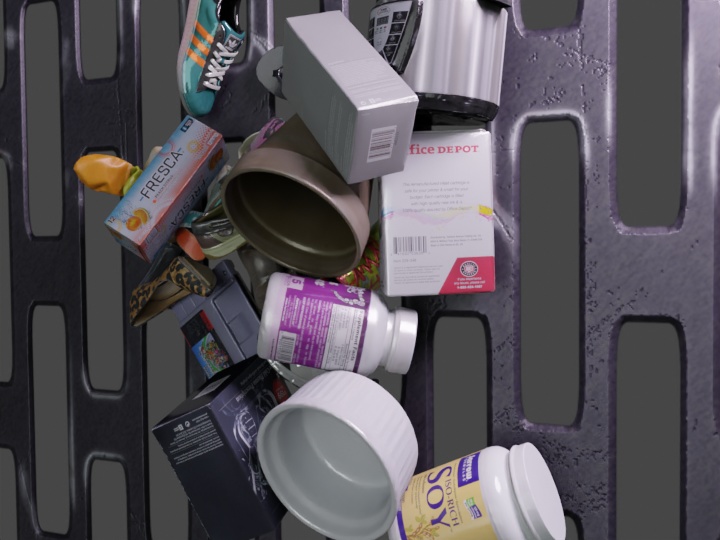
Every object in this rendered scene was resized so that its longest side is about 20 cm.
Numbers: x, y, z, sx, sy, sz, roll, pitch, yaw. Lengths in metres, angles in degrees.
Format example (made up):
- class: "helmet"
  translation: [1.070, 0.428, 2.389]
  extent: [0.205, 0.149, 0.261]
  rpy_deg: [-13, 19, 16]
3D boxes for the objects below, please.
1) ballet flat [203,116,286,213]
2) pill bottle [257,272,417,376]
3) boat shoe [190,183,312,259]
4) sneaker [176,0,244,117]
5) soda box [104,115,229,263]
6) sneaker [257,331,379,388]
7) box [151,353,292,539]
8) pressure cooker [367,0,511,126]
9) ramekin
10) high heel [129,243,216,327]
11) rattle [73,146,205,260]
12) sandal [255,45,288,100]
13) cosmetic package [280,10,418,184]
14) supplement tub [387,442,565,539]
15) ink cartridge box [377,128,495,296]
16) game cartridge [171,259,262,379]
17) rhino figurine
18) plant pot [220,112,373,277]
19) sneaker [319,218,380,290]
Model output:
- class: "ballet flat"
  translation: [-0.169, -0.145, 1.190]
  extent: [0.200, 0.068, 0.072]
  rpy_deg: [-45, 58, 21]
- class: "pill bottle"
  translation: [-0.029, 0.074, 1.040]
  extent: [0.194, 0.112, 0.115]
  rpy_deg: [11, 97, -4]
- class: "boat shoe"
  translation: [-0.148, -0.095, 1.139]
  extent: [0.199, 0.067, 0.072]
  rpy_deg: [-35, 38, -6]
- class: "sneaker"
  translation: [-0.217, -0.328, 1.196]
  extent: [0.078, 0.071, 0.206]
  rpy_deg: [10, 95, 26]
- class: "soda box"
  translation: [-0.270, -0.115, 1.140]
  extent: [0.067, 0.064, 0.202]
  rpy_deg: [29, 70, 13]
- class: "sneaker"
  translation: [-0.057, 0.136, 1.140]
  extent: [0.198, 0.074, 0.081]
  rpy_deg: [37, 97, -5]
- class: "box"
  translation: [-0.160, 0.239, 1.108]
  extent: [0.102, 0.200, 0.185]
  rpy_deg: [-23, 98, 21]
- class: "pressure cooker"
  translation: [0.097, -0.291, 1.013]
  extent: [0.171, 0.179, 0.206]
  rpy_deg: [6, 95, 7]
- class: "ramekin"
  translation: [-0.023, 0.225, 1.006]
  extent: [0.196, 0.098, 0.205]
  rpy_deg: [15, 122, 24]
- class: "high heel"
  translation: [-0.281, 0.047, 1.201]
  extent: [0.199, 0.071, 0.145]
  rpy_deg: [29, 91, 54]
- class: "rattle"
  translation: [-0.316, -0.101, 1.185]
  extent: [0.130, 0.142, 0.202]
  rpy_deg: [-42, 52, 18]
- class: "sandal"
  translation: [-0.067, -0.267, 1.150]
  extent: [0.197, 0.043, 0.078]
  rpy_deg: [27, 102, 20]
- class: "cosmetic package"
  translation: [-0.020, -0.210, 0.961]
  extent: [0.108, 0.088, 0.202]
  rpy_deg: [101, 148, -47]
- class: "supplement tub"
  translation: [0.146, 0.313, 1.029]
  extent: [0.197, 0.145, 0.148]
  rpy_deg: [-26, 82, 21]
- class: "ink cartridge box"
  translation: [0.095, -0.072, 1.042]
  extent: [0.143, 0.086, 0.206]
  rpy_deg: [-1, 90, -3]
- class: "game cartridge"
  translation: [-0.197, 0.104, 1.228]
  extent: [0.129, 0.038, 0.202]
  rpy_deg: [-36, 78, 16]
- class: "rhino figurine"
  translation: [-0.122, 0.016, 1.177]
  extent: [0.086, 0.060, 0.204]
  rpy_deg: [-23, 85, 18]
- class: "plant pot"
  translation: [-0.060, -0.123, 1.057]
  extent: [0.195, 0.202, 0.176]
  rpy_deg: [11, 56, 22]
- class: "sneaker"
  translation: [0.000, 0.000, 1.108]
  extent: [0.078, 0.090, 0.201]
  rpy_deg: [45, 106, 16]
